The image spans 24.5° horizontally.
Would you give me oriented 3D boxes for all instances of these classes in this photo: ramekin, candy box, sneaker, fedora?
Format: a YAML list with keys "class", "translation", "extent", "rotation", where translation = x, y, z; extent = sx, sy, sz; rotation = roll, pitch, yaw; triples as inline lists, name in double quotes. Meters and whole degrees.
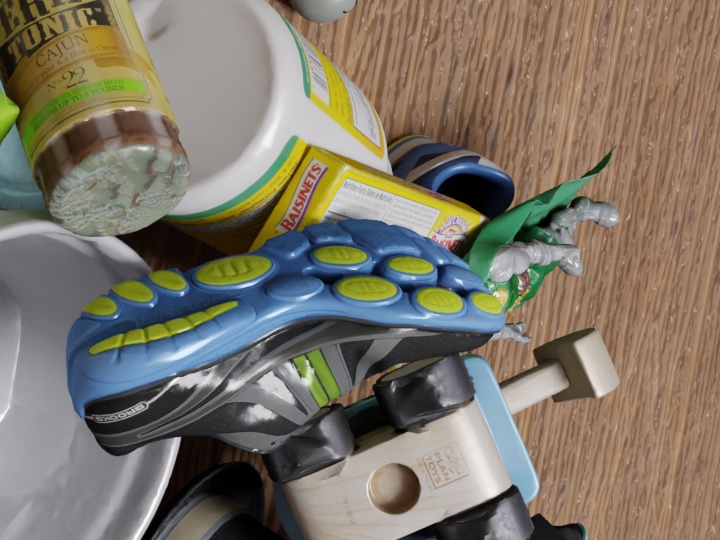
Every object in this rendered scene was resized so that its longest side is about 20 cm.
- class: "ramekin"
  translation: [-0.182, 0.063, 0.724]
  extent: [0.200, 0.105, 0.201]
  rotation: [-24, 122, -44]
- class: "candy box"
  translation: [0.000, 0.000, 0.841]
  extent: [0.102, 0.026, 0.200]
  rotation: [-60, 157, 7]
- class: "sneaker"
  translation: [-0.032, 0.033, 0.731]
  extent: [0.199, 0.071, 0.083]
  rotation: [-13, 134, -20]
- class: "fedora"
  translation: [-0.071, 0.205, 0.861]
  extent: [0.201, 0.091, 0.201]
  rotation: [-55, 157, -37]
- class: "sneaker"
  translation: [0.013, -0.009, 0.961]
  extent: [0.200, 0.082, 0.074]
  rotation: [-48, 130, -29]

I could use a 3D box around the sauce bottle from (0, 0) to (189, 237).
- class: "sauce bottle"
  translation: [-0.131, -0.110, 0.707]
  extent: [0.065, 0.065, 0.200]
  rotation: [8, 48, -47]

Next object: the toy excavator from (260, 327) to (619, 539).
- class: "toy excavator"
  translation: [0.050, 0.086, 0.885]
  extent: [0.194, 0.200, 0.100]
  rotation: [-24, 92, 3]

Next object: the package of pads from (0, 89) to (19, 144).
- class: "package of pads"
  translation: [-0.256, -0.067, 0.628]
  extent: [0.200, 0.068, 0.155]
  rotation: [-33, 81, -38]

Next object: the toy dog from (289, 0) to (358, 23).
- class: "toy dog"
  translation: [-0.036, -0.220, 0.858]
  extent: [0.200, 0.096, 0.132]
  rotation: [33, 74, -45]

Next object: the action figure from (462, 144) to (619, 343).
- class: "action figure"
  translation: [0.088, 0.002, 0.936]
  extent: [0.200, 0.055, 0.118]
  rotation: [-32, 156, -57]

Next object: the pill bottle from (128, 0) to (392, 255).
- class: "pill bottle"
  translation: [-0.052, -0.063, 0.831]
  extent: [0.200, 0.113, 0.113]
  rotation: [30, 74, -68]

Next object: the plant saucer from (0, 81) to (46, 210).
- class: "plant saucer"
  translation: [-0.166, -0.092, 0.787]
  extent: [0.201, 0.039, 0.201]
  rotation: [-10, 104, -45]

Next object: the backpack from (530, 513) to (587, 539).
- class: "backpack"
  translation: [0.051, 0.250, 0.905]
  extent: [0.176, 0.153, 0.200]
  rotation: [-89, -179, -51]
